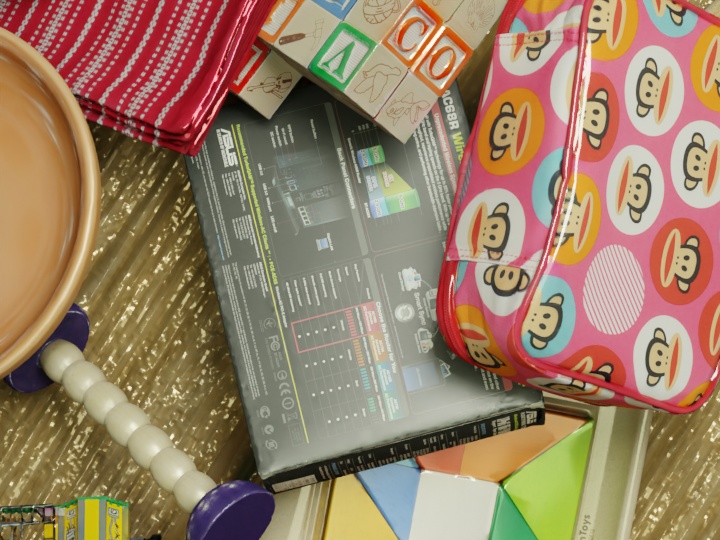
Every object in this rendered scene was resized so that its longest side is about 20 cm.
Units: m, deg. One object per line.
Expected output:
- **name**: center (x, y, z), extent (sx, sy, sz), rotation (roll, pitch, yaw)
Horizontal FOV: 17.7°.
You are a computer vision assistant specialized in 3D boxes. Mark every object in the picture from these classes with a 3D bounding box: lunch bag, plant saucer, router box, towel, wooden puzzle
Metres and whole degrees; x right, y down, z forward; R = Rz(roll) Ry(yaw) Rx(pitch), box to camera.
- **lunch bag**: center (0.133, -0.033, 1.131), extent (0.175, 0.082, 0.201), rotation (19, 82, -38)
- **plant saucer**: center (-0.220, -0.028, 1.148), extent (0.199, 0.037, 0.202), rotation (-3, 78, 12)
- **router box**: center (0.000, 0.000, 1.195), extent (0.149, 0.062, 0.201), rotation (-14, 75, 1)
- **towel**: center (-0.119, -0.145, 1.167), extent (0.199, 0.022, 0.145), rotation (21, 80, 40)
- **wooden puzzle**: center (0.045, 0.131, 1.235), extent (0.199, 0.037, 0.186), rotation (11, 92, 0)

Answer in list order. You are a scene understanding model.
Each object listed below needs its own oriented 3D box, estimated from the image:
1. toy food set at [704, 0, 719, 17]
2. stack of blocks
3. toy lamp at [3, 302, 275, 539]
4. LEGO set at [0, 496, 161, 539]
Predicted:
- **toy food set**: center (0.251, -0.071, 1.225), extent (0.199, 0.049, 0.199), rotation (-12, 91, 1)
- **stack of blocks**: center (-0.036, -0.140, 1.160), extent (0.200, 0.059, 0.115), rotation (36, 90, 40)
- **toy lamp**: center (-0.129, 0.073, 1.188), extent (0.200, 0.058, 0.058), rotation (41, 91, 30)
- **LEGO set**: center (-0.197, 0.192, 1.176), extent (0.199, 0.154, 0.117), rotation (2, 64, -11)
